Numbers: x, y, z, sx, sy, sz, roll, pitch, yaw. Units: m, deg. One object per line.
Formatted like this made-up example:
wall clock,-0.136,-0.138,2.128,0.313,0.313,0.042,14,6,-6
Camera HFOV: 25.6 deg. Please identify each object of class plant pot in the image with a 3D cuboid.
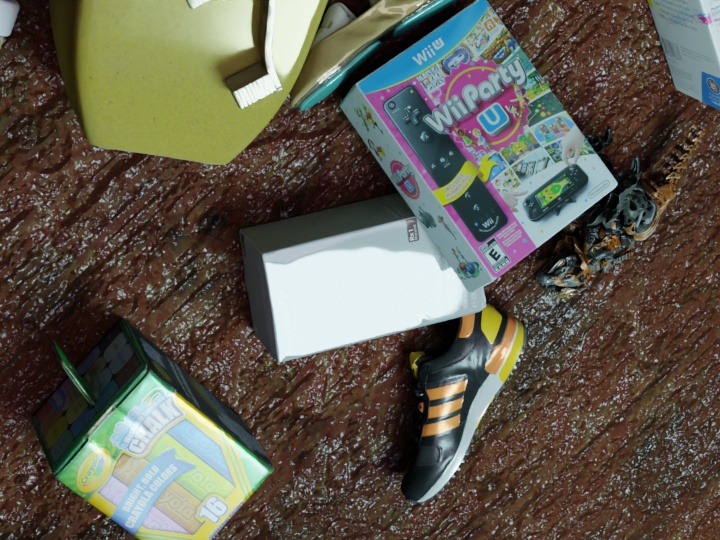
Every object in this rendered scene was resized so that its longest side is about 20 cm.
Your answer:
plant pot,-0.145,-0.198,1.232,0.193,0.194,0.202,6,112,-21

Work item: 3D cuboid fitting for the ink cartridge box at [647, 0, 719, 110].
ink cartridge box,0.305,-0.249,1.409,0.067,0.116,0.201,-27,116,-8

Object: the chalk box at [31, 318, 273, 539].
chalk box,-0.196,0.137,1.361,0.200,0.124,0.124,42,91,-26

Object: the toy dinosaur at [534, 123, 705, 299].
toy dinosaur,0.234,-0.063,1.478,0.201,0.102,0.136,-59,140,-9

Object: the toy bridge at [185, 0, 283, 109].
toy bridge,-0.096,-0.209,1.118,0.067,0.027,0.201,-28,124,-3

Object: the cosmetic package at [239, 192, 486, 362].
cosmetic package,0.000,0.000,1.404,0.198,0.090,0.108,-17,111,-17

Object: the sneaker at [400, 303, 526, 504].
sneaker,0.073,0.117,1.489,0.089,0.070,0.201,28,97,-11

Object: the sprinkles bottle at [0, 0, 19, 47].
sprinkles bottle,-0.334,-0.130,1.248,0.068,0.068,0.202,19,102,-24

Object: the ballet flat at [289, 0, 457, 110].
ballet flat,0.008,-0.215,1.355,0.199,0.069,0.063,-36,88,-7

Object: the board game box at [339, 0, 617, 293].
board game box,0.100,-0.107,1.357,0.147,0.064,0.201,-36,89,-18
